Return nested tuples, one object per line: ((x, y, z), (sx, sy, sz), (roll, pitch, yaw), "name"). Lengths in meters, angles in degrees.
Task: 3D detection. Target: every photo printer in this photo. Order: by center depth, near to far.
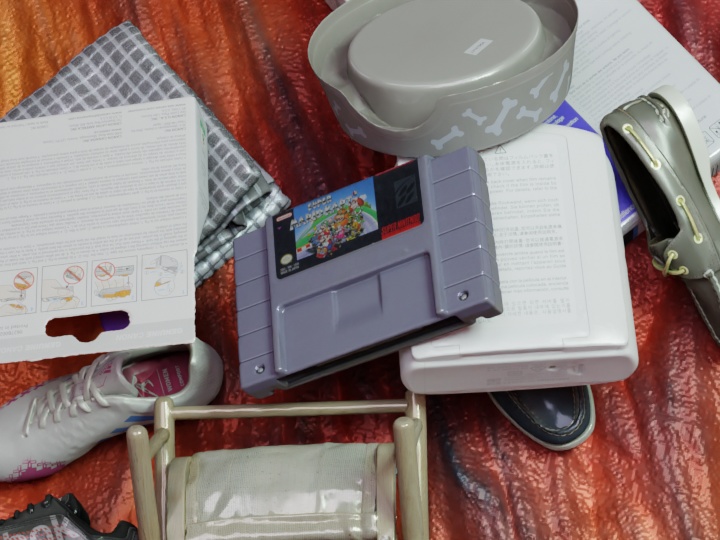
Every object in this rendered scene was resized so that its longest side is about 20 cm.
((0.104, -0.014, 1.537), (0.166, 0.069, 0.200), (-4, 61, 0), "photo printer")

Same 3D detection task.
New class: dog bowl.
((0.064, -0.151, 1.579), (0.200, 0.059, 0.200), (-9, 34, 6), "dog bowl")

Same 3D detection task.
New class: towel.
((-0.178, -0.074, 1.655), (0.166, 0.086, 0.200), (-40, 69, -8), "towel")

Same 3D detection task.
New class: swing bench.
((-0.051, 0.193, 1.505), (0.198, 0.130, 0.201), (-2, 97, 6), "swing bench")

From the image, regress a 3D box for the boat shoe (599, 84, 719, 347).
((0.232, -0.030, 1.563), (0.060, 0.072, 0.202), (-23, 94, -16), "boat shoe")

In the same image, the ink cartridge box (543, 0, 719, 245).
((0.165, -0.115, 1.647), (0.198, 0.043, 0.200), (-37, 70, -8), "ink cartridge box")

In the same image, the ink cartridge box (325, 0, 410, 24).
((0.020, -0.252, 1.706), (0.116, 0.068, 0.200), (-36, 69, -7), "ink cartridge box")

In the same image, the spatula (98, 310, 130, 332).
((-0.219, 0.022, 1.599), (0.200, 0.021, 0.057), (-5, 88, 31), "spatula")

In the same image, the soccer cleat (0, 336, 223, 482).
((-0.199, 0.093, 1.592), (0.200, 0.086, 0.070), (-22, 68, -1), "soccer cleat")

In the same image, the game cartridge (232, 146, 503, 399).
((0.000, 0.000, 1.499), (0.200, 0.038, 0.130), (-21, 61, 25), "game cartridge")

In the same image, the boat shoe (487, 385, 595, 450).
((0.111, 0.038, 1.585), (0.075, 0.062, 0.200), (-22, 68, -1), "boat shoe")

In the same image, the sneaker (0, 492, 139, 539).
((-0.244, 0.206, 1.564), (0.200, 0.071, 0.098), (6, 70, 8), "sneaker")

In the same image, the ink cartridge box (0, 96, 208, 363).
((-0.191, -0.023, 1.562), (0.160, 0.050, 0.200), (-7, 65, 7), "ink cartridge box")
